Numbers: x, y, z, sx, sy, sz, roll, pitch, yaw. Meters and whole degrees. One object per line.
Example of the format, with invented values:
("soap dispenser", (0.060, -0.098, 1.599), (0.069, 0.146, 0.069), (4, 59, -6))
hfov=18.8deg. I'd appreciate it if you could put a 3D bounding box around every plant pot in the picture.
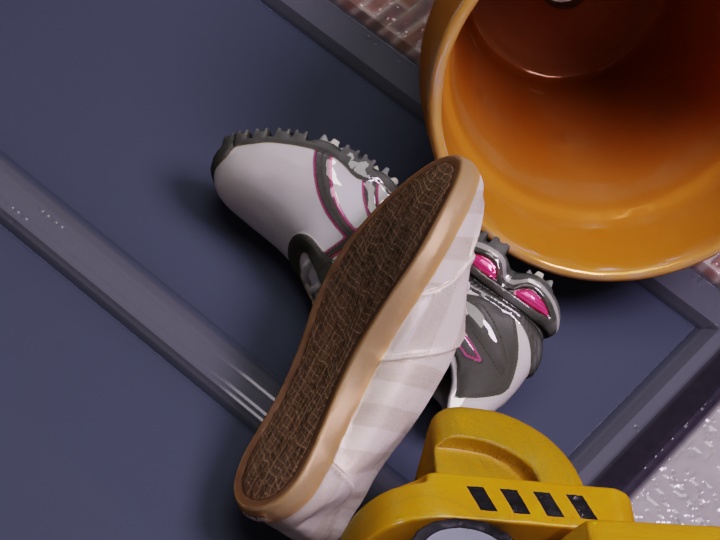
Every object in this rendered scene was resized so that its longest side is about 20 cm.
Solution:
("plant pot", (0.123, -0.123, 1.140), (0.200, 0.200, 0.183), (6, 26, -9))

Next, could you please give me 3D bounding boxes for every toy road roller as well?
("toy road roller", (0.088, 0.140, 0.971), (0.200, 0.123, 0.146), (6, 40, -9))

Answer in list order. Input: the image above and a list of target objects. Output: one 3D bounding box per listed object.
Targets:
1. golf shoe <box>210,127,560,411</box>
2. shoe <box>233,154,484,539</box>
("golf shoe", (0.000, 0.000, 1.088), (0.200, 0.077, 0.088), (31, 61, 13))
("shoe", (0.008, 0.038, 1.029), (0.053, 0.070, 0.200), (37, 75, -31))
